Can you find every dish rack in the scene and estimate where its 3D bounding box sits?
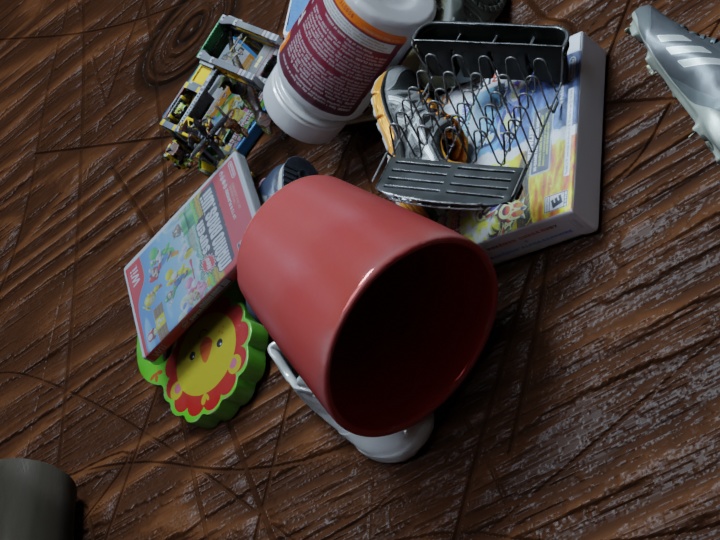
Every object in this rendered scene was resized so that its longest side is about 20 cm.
[{"bbox_3d":[0.097,-0.138,1.382,0.152,0.055,0.201,5,50,26],"label":"dish rack"}]

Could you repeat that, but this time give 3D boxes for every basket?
[{"bbox_3d":[-0.383,0.321,1.686,0.179,0.136,0.202,-24,45,32],"label":"basket"}]

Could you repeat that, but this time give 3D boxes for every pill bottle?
[{"bbox_3d":[-0.017,-0.227,1.577,0.200,0.113,0.115,-49,33,44],"label":"pill bottle"}]

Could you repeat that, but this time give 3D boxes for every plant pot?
[{"bbox_3d":[-0.005,0.016,1.365,0.177,0.200,0.201,39,95,39],"label":"plant pot"}]

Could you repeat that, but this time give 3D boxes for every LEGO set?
[{"bbox_3d":[-0.122,-0.181,1.722,0.115,0.154,0.201,26,73,40],"label":"LEGO set"}]

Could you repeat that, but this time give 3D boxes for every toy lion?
[{"bbox_3d":[-0.175,0.079,1.680,0.199,0.068,0.194,-18,60,41],"label":"toy lion"}]

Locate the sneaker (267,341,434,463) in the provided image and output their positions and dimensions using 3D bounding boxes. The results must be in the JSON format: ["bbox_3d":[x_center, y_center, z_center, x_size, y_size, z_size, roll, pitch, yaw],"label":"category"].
[{"bbox_3d":[-0.018,0.117,1.441,0.199,0.088,0.076,23,81,48],"label":"sneaker"}]

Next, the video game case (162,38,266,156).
[{"bbox_3d":[-0.166,-0.206,1.898,0.144,0.018,0.200,-53,37,6],"label":"video game case"}]

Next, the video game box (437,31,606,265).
[{"bbox_3d":[0.144,-0.106,1.452,0.181,0.047,0.202,-23,49,41],"label":"video game box"}]

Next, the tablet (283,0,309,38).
[{"bbox_3d":[0.012,-0.316,1.692,0.198,0.014,0.131,-14,38,17],"label":"tablet"}]

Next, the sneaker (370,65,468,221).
[{"bbox_3d":[0.064,-0.125,1.471,0.077,0.078,0.202,-28,48,18],"label":"sneaker"}]

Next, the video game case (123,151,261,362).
[{"bbox_3d":[-0.179,-0.015,1.662,0.200,0.017,0.144,-44,42,22],"label":"video game case"}]

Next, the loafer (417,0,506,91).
[{"bbox_3d":[0.095,-0.257,1.570,0.069,0.075,0.201,-30,28,40],"label":"loafer"}]

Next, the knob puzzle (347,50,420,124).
[{"bbox_3d":[0.025,-0.248,1.697,0.218,0.030,0.222,-29,46,34],"label":"knob puzzle"}]

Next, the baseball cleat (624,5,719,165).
[{"bbox_3d":[0.305,-0.172,1.308,0.106,0.070,0.201,-36,51,16],"label":"baseball cleat"}]

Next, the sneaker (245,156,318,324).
[{"bbox_3d":[-0.094,-0.022,1.653,0.082,0.070,0.202,-27,41,46],"label":"sneaker"}]

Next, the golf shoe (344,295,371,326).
[{"bbox_3d":[0.000,0.000,1.534,0.091,0.076,0.201,-23,43,8],"label":"golf shoe"}]
